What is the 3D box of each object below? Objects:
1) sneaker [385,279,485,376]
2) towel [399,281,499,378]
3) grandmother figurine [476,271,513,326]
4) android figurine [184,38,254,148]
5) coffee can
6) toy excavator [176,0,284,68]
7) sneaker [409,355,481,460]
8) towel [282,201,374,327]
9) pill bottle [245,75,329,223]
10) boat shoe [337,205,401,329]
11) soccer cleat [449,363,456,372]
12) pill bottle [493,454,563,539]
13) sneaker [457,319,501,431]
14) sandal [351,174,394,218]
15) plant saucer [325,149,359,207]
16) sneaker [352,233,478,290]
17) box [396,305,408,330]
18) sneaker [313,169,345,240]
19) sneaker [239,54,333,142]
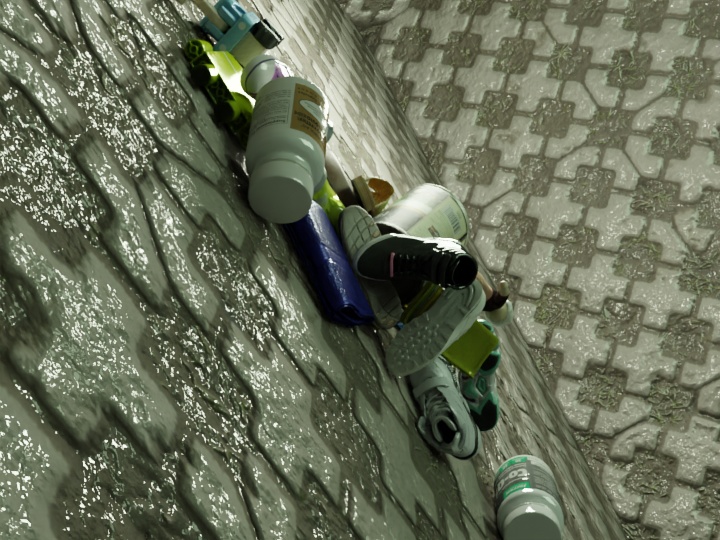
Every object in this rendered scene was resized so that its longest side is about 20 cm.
[{"bbox_3d":[0.125,0.100,1.559,0.077,0.199,0.081,47,-5,26],"label":"sneaker"},{"bbox_3d":[0.151,0.100,1.624,0.199,0.086,0.018,40,0,-34],"label":"towel"},{"bbox_3d":[0.200,0.042,1.667,0.199,0.120,0.062,36,66,-46],"label":"grandmother figurine"},{"bbox_3d":[-0.197,-0.270,1.487,0.184,0.041,0.200,58,12,-7],"label":"android figurine"},{"bbox_3d":[0.083,-0.045,1.673,0.148,0.145,0.200,57,37,-5],"label":"coffee can"},{"bbox_3d":[-0.233,-0.410,1.600,0.200,0.100,0.195,43,13,-10],"label":"toy excavator"},{"bbox_3d":[0.123,0.207,1.564,0.202,0.074,0.115,63,13,16],"label":"sneaker"},{"bbox_3d":[-0.054,-0.012,1.453,0.203,0.049,0.148,65,9,19],"label":"towel"},{"bbox_3d":[-0.104,-0.170,1.389,0.115,0.113,0.202,49,31,-39],"label":"pill bottle"},{"bbox_3d":[0.000,0.000,1.559,0.073,0.073,0.204,-13,86,-33],"label":"boat shoe"},{"bbox_3d":[0.145,0.174,1.729,0.070,0.077,0.200,64,12,25],"label":"soccer cleat"},{"bbox_3d":[0.284,0.404,1.661,0.114,0.112,0.200,56,11,-9],"label":"pill bottle"},{"bbox_3d":[0.204,0.173,1.766,0.140,0.076,0.204,-100,-169,-76],"label":"sneaker"},{"bbox_3d":[0.028,-0.128,1.696,0.212,0.069,0.079,82,-18,-82],"label":"sandal"},{"bbox_3d":[-0.032,-0.131,1.730,0.200,0.034,0.203,90,-26,-82],"label":"plant saucer"},{"bbox_3d":[0.091,-0.011,1.498,0.099,0.196,0.072,-142,-127,-63],"label":"sneaker"},{"bbox_3d":[0.055,0.019,1.811,0.160,0.049,0.202,50,15,-44],"label":"box"},{"bbox_3d":[-0.086,-0.133,1.579,0.201,0.075,0.105,59,-3,-36],"label":"sneaker"},{"bbox_3d":[-0.099,-0.252,1.501,0.114,0.073,0.200,44,7,27],"label":"sneaker"}]
